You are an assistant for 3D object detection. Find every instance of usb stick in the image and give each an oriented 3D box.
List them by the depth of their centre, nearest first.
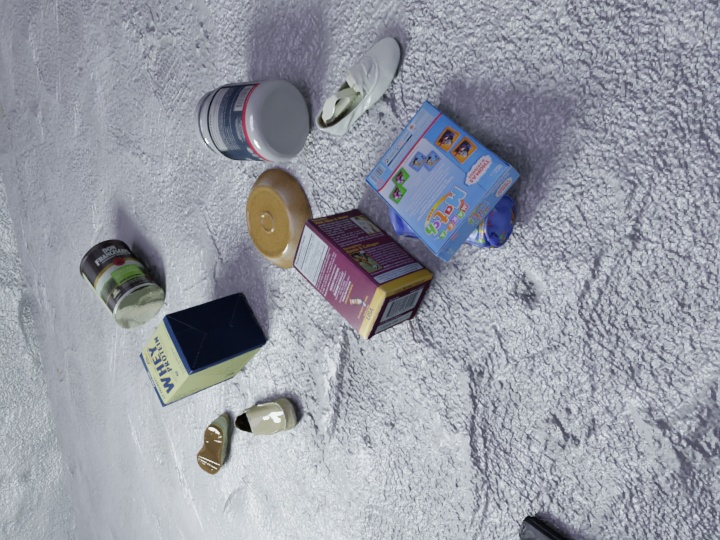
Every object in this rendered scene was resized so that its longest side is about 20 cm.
[{"bbox_3d":[0.327,0.442,0.920,0.198,0.032,0.056,28,129,35],"label":"usb stick"}]

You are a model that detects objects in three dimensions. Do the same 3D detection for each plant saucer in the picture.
[{"bbox_3d":[-0.175,-0.100,1.244,0.198,0.035,0.205,16,113,41],"label":"plant saucer"}]

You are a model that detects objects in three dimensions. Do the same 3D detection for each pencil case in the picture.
[{"bbox_3d":[0.129,-0.078,0.919,0.198,0.078,0.088,10,75,43],"label":"pencil case"}]

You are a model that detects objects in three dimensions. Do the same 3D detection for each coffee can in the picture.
[{"bbox_3d":[-0.639,0.035,1.662,0.200,0.145,0.148,43,128,26],"label":"coffee can"}]

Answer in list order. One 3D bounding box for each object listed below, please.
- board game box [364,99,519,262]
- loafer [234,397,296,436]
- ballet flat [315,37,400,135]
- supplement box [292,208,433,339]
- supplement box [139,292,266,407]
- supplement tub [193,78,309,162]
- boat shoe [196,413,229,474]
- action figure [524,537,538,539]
[{"bbox_3d":[0.108,-0.132,0.881,0.152,0.036,0.201,-50,48,13],"label":"board game box"},{"bbox_3d":[-0.216,0.338,1.394,0.198,0.068,0.077,-24,86,45],"label":"loafer"},{"bbox_3d":[-0.010,-0.291,1.004,0.200,0.069,0.070,-43,73,42],"label":"ballet flat"},{"bbox_3d":[0.000,0.000,1.036,0.200,0.130,0.104,43,129,27],"label":"supplement box"},{"bbox_3d":[-0.355,0.176,1.388,0.200,0.198,0.136,-44,71,43],"label":"supplement box"},{"bbox_3d":[-0.203,-0.275,1.144,0.198,0.139,0.144,11,110,42],"label":"supplement tub"},{"bbox_3d":[-0.371,0.452,1.596,0.072,0.063,0.202,28,127,5],"label":"boat shoe"},{"bbox_3d":[0.299,0.517,0.903,0.201,0.103,0.196,-126,14,-54],"label":"action figure"}]
